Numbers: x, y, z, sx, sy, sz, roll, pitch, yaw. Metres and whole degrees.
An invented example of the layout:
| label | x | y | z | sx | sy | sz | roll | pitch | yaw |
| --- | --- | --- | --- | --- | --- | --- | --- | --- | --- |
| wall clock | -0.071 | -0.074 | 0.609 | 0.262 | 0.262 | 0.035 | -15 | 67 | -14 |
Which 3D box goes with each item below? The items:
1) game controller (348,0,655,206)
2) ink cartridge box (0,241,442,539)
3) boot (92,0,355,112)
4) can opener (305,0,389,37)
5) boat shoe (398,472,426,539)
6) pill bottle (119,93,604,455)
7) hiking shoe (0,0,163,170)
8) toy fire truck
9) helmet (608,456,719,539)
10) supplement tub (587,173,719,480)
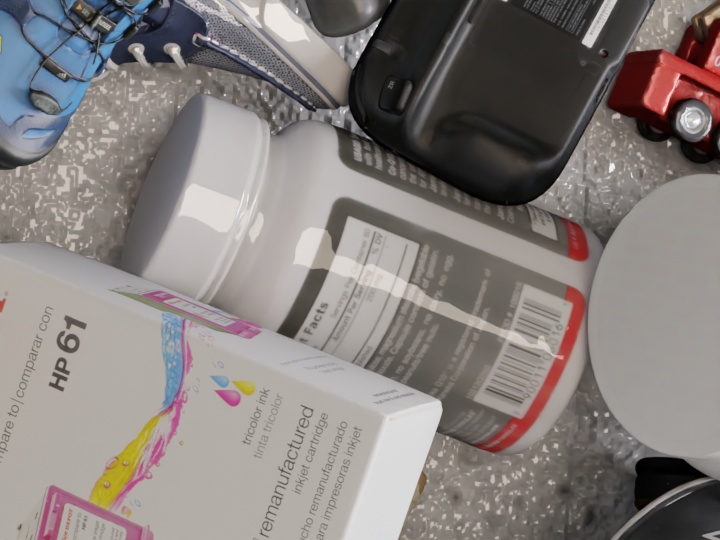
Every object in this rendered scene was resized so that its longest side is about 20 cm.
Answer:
| label | x | y | z | sx | sy | sz | roll | pitch | yaw |
| --- | --- | --- | --- | --- | --- | --- | --- | --- | --- |
| game controller | 0.078 | -0.129 | 1.271 | 0.104 | 0.042 | 0.200 | 31 | 75 | -6 |
| ink cartridge box | -0.088 | 0.087 | 1.180 | 0.199 | 0.085 | 0.145 | 21 | 98 | 17 |
| boot | -0.100 | -0.114 | 1.269 | 0.200 | 0.073 | 0.090 | 37 | 91 | -6 |
| can opener | -0.045 | -0.197 | 1.264 | 0.066 | 0.053 | 0.201 | -23 | 97 | 16 |
| boat shoe | -0.067 | 0.091 | 1.283 | 0.199 | 0.074 | 0.069 | 21 | 82 | -16 |
| pill bottle | 0.000 | 0.000 | 1.275 | 0.199 | 0.114 | 0.114 | 21 | 88 | -15 |
| hiking shoe | -0.109 | -0.133 | 1.177 | 0.074 | 0.087 | 0.201 | 27 | 86 | -39 |
| toy fire truck | 0.189 | -0.119 | 1.352 | 0.199 | 0.049 | 0.141 | 25 | 86 | -16 |
| helmet | 0.164 | 0.186 | 1.291 | 0.199 | 0.191 | 0.201 | -1 | 94 | -16 |
| supplement tub | 0.212 | 0.029 | 1.264 | 0.200 | 0.144 | 0.145 | 8 | 92 | -42 |
